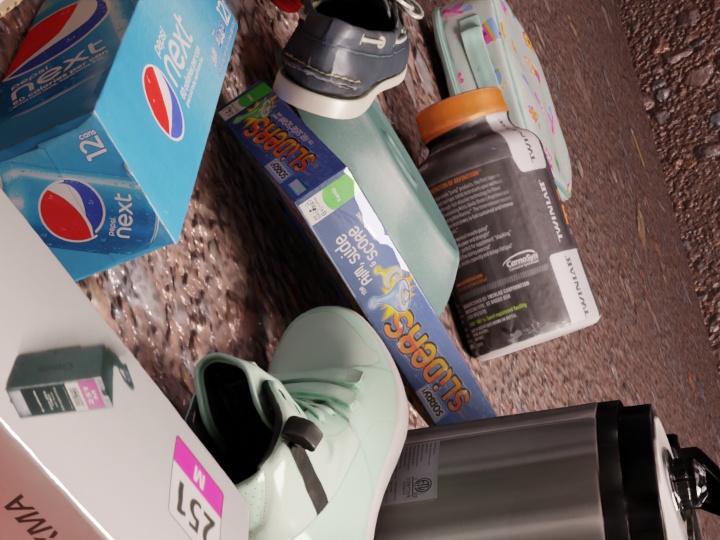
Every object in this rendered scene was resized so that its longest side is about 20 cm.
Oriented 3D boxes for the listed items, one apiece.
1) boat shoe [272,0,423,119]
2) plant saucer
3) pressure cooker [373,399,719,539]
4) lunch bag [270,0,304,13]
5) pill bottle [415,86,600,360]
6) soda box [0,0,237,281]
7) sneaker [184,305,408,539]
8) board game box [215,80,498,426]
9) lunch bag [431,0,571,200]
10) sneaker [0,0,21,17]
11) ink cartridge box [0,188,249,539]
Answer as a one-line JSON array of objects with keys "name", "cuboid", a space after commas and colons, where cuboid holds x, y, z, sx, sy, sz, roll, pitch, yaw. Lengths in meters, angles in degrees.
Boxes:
[{"name": "boat shoe", "cuboid": [-0.005, -0.147, 1.009, 0.200, 0.075, 0.062, -52, 164, -65]}, {"name": "plant saucer", "cuboid": [0.012, -0.063, 1.069, 0.200, 0.036, 0.200, 59, 8, -12]}, {"name": "pressure cooker", "cuboid": [0.102, 0.157, 0.855, 0.179, 0.200, 0.176, 48, 33, -69]}, {"name": "lunch bag", "cuboid": [-0.059, -0.287, 1.101, 0.176, 0.082, 0.200, 52, 25, -46]}, {"name": "pill bottle", "cuboid": [0.106, -0.039, 1.305, 0.106, 0.106, 0.200, -2, 73, -73]}, {"name": "soda box", "cuboid": [-0.106, -0.079, 0.729, 0.200, 0.064, 0.068, -85, 150, -56]}, {"name": "sneaker", "cuboid": [-0.030, 0.059, 0.788, 0.201, 0.074, 0.118, -86, 157, -50]}, {"name": "board game box", "cuboid": [0.000, 0.000, 0.939, 0.200, 0.034, 0.135, 58, -5, -33]}, {"name": "lunch bag", "cuboid": [0.128, -0.159, 1.571, 0.160, 0.077, 0.200, 24, 48, -66]}, {"name": "sneaker", "cuboid": [-0.173, -0.117, 0.544, 0.200, 0.071, 0.113, -70, 141, -63]}, {"name": "ink cartridge box", "cuboid": [-0.103, 0.094, 0.577, 0.174, 0.044, 0.200, -93, 157, -49]}]
